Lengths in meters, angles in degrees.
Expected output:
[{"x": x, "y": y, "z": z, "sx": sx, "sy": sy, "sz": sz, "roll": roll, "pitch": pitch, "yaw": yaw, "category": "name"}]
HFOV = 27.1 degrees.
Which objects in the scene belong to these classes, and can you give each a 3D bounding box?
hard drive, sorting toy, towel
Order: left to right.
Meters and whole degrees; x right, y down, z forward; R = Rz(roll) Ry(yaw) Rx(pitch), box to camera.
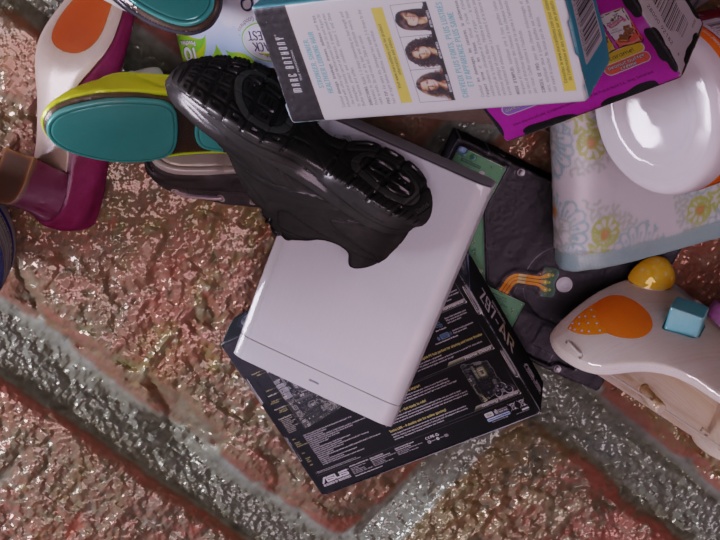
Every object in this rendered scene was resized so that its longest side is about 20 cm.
[{"x": 0.000, "y": 0.000, "z": 1.083, "sx": 0.132, "sy": 0.027, "sz": 0.200, "roll": 24, "pitch": 111, "yaw": 7, "category": "hard drive"}, {"x": 0.130, "y": -0.007, "z": 1.166, "sx": 0.199, "sy": 0.038, "sz": 0.140, "roll": 23, "pitch": 106, "yaw": -11, "category": "hard drive"}, {"x": 0.226, "y": -0.100, "z": 1.100, "sx": 0.199, "sy": 0.048, "sz": 0.172, "roll": -14, "pitch": 110, "yaw": -23, "category": "towel"}, {"x": 0.274, "y": 0.088, "z": 1.107, "sx": 0.200, "sy": 0.180, "sz": 0.107, "roll": 32, "pitch": 95, "yaw": -36, "category": "sorting toy"}]

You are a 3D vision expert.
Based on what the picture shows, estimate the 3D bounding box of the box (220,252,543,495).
[{"x": 0.018, "y": 0.073, "z": 1.156, "sx": 0.200, "sy": 0.044, "sz": 0.160, "roll": -24, "pitch": 112, "yaw": 21, "category": "box"}]

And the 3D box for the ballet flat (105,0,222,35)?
[{"x": -0.173, "y": -0.226, "z": 1.038, "sx": 0.200, "sy": 0.073, "sz": 0.073, "roll": 39, "pitch": 104, "yaw": 7, "category": "ballet flat"}]

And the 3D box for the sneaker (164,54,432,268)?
[{"x": -0.053, "y": -0.068, "z": 1.020, "sx": 0.200, "sy": 0.076, "sz": 0.091, "roll": 35, "pitch": 131, "yaw": -1, "category": "sneaker"}]

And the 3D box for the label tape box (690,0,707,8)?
[{"x": 0.201, "y": -0.220, "z": 0.988, "sx": 0.063, "sy": 0.200, "sz": 0.144, "roll": 41, "pitch": 137, "yaw": 14, "category": "label tape box"}]

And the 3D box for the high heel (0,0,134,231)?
[{"x": -0.199, "y": -0.127, "z": 1.113, "sx": 0.067, "sy": 0.096, "sz": 0.200, "roll": 30, "pitch": 94, "yaw": 30, "category": "high heel"}]

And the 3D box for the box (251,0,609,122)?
[{"x": 0.040, "y": -0.140, "z": 0.888, "sx": 0.199, "sy": 0.049, "sz": 0.082, "roll": 0, "pitch": 125, "yaw": 29, "category": "box"}]

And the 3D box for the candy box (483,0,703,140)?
[{"x": 0.095, "y": -0.187, "z": 0.899, "sx": 0.136, "sy": 0.061, "sz": 0.200, "roll": -17, "pitch": 122, "yaw": 40, "category": "candy box"}]

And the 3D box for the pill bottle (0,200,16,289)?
[{"x": -0.306, "y": -0.009, "z": 1.056, "sx": 0.112, "sy": 0.200, "sz": 0.112, "roll": -1, "pitch": 110, "yaw": -3, "category": "pill bottle"}]

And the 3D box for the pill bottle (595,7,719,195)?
[{"x": 0.263, "y": -0.124, "z": 1.010, "sx": 0.200, "sy": 0.113, "sz": 0.113, "roll": -16, "pitch": 114, "yaw": -36, "category": "pill bottle"}]

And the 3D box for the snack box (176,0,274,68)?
[{"x": -0.059, "y": -0.211, "z": 1.011, "sx": 0.053, "sy": 0.200, "sz": 0.143, "roll": -30, "pitch": 115, "yaw": -37, "category": "snack box"}]

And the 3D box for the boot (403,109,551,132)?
[{"x": 0.066, "y": -0.136, "z": 1.089, "sx": 0.146, "sy": 0.200, "sz": 0.071, "roll": -2, "pitch": 82, "yaw": 32, "category": "boot"}]

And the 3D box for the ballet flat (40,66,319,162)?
[{"x": -0.128, "y": -0.116, "z": 1.072, "sx": 0.199, "sy": 0.067, "sz": 0.067, "roll": -1, "pitch": 136, "yaw": -13, "category": "ballet flat"}]

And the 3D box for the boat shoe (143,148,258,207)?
[{"x": -0.064, "y": -0.080, "z": 1.127, "sx": 0.199, "sy": 0.057, "sz": 0.067, "roll": 6, "pitch": 70, "yaw": -8, "category": "boat shoe"}]
